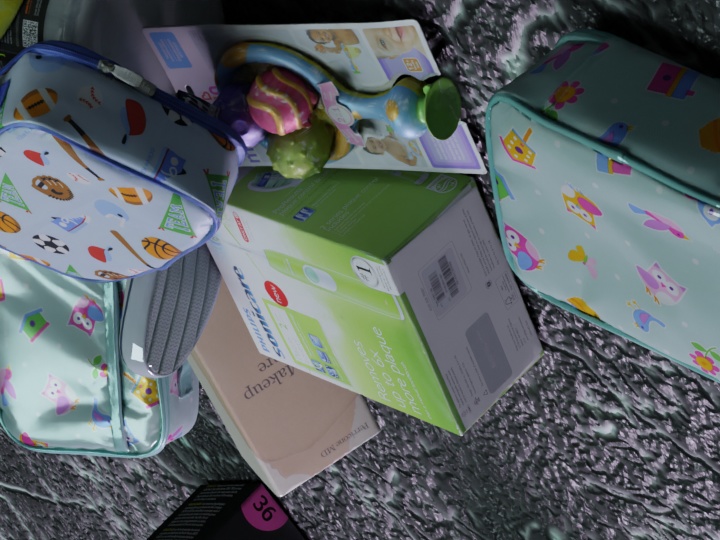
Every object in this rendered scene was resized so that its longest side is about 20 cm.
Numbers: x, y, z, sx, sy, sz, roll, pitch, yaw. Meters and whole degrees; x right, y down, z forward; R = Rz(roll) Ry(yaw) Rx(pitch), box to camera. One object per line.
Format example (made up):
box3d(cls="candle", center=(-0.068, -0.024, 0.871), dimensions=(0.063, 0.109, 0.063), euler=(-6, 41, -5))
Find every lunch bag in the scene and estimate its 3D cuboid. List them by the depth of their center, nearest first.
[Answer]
box3d(cls="lunch bag", center=(0.157, -0.025, 1.189), dimensions=(0.200, 0.077, 0.161), euler=(29, 151, 34))
box3d(cls="lunch bag", center=(-0.168, -0.064, 1.403), dimensions=(0.160, 0.076, 0.200), euler=(27, 153, -21))
box3d(cls="lunch bag", center=(-0.195, 0.035, 1.740), dimensions=(0.160, 0.077, 0.201), euler=(4, 106, 27))

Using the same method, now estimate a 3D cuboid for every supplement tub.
box3d(cls="supplement tub", center=(-0.188, -0.159, 1.506), dimensions=(0.200, 0.123, 0.123), euler=(17, 142, 47))

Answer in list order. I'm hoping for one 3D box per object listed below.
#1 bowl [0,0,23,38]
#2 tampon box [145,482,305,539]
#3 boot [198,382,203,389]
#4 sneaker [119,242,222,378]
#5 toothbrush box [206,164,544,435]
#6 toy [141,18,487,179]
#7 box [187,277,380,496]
box3d(cls="bowl", center=(-0.291, -0.225, 1.461), dimensions=(0.107, 0.201, 0.200), euler=(9, -176, -41))
box3d(cls="tampon box", center=(-0.131, 0.299, 2.001), dimensions=(0.150, 0.200, 0.126), euler=(52, 154, -15))
box3d(cls="boot", center=(-0.177, 0.001, 1.809), dimensions=(0.165, 0.066, 0.200), euler=(-20, 103, 54))
box3d(cls="sneaker", center=(-0.132, -0.028, 1.543), dimensions=(0.071, 0.201, 0.073), euler=(1, 162, 33))
box3d(cls="toothbrush box", center=(0.000, 0.000, 1.486), dimensions=(0.200, 0.086, 0.146), euler=(22, 145, 46))
box3d(cls="toy", center=(-0.035, -0.090, 1.386), dimensions=(0.200, 0.047, 0.115), euler=(0, 135, 33))
box3d(cls="box", center=(-0.074, 0.048, 1.647), dimensions=(0.200, 0.095, 0.078), euler=(61, 170, -31))
